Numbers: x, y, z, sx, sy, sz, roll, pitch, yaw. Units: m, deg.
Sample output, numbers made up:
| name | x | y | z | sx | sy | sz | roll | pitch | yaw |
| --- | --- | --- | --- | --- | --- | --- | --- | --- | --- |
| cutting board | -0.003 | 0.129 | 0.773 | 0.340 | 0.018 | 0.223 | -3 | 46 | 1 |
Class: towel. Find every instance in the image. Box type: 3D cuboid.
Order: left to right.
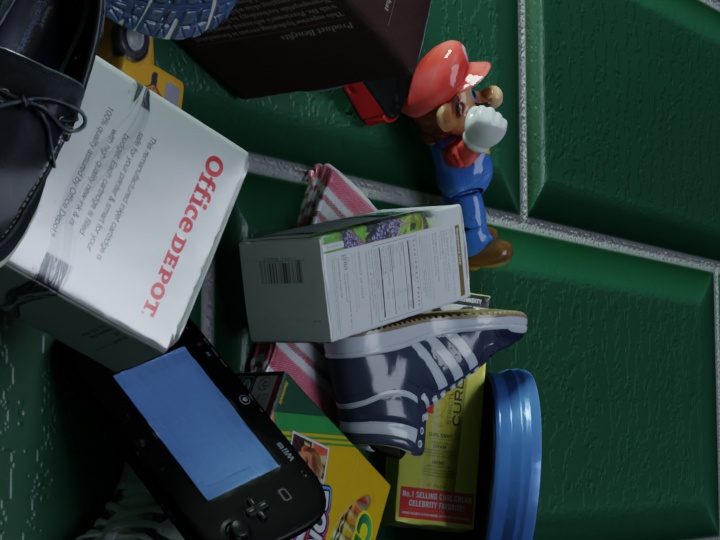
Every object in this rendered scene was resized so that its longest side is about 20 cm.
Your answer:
| name | x | y | z | sx | sy | sz | roll | pitch | yaw |
| --- | --- | --- | --- | --- | --- | --- | --- | --- | --- |
| towel | -0.022 | 0.032 | 1.383 | 0.146 | 0.030 | 0.201 | 45 | 54 | -44 |

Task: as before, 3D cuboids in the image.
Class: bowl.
| name | x | y | z | sx | sy | sz | roll | pitch | yaw |
| --- | --- | --- | --- | --- | --- | --- | --- | --- | --- |
| bowl | 0.113 | 0.183 | 1.459 | 0.201 | 0.039 | 0.202 | -173 | -90 | -84 |

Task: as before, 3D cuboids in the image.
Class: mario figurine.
| name | x | y | z | sx | sy | sz | roll | pitch | yaw |
| --- | --- | --- | --- | --- | --- | --- | --- | --- | --- |
| mario figurine | 0.104 | -0.107 | 1.507 | 0.106 | 0.123 | 0.201 | -31 | 117 | -40 |

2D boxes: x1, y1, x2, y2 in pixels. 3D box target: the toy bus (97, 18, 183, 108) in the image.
| name | x | y | z | sx | sy | sz | roll | pitch | yaw |
| --- | --- | --- | --- | --- | --- | --- | --- | --- | --- |
| toy bus | -0.167 | -0.078 | 1.137 | 0.078 | 0.065 | 0.202 | 25 | 67 | -53 |

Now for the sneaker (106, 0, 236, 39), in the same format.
| name | x | y | z | sx | sy | sz | roll | pitch | yaw |
| --- | --- | --- | --- | --- | --- | --- | --- | --- | --- |
| sneaker | -0.172 | -0.200 | 1.080 | 0.199 | 0.085 | 0.078 | 4 | 113 | -30 |

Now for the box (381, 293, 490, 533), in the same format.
| name | x | y | z | sx | sy | sz | roll | pitch | yaw |
| --- | --- | --- | --- | --- | --- | --- | --- | --- | --- |
| box | 0.064 | 0.118 | 1.451 | 0.075 | 0.050 | 0.202 | 9 | 77 | -11 |

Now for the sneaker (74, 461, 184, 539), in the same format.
| name | x | y | z | sx | sy | sz | roll | pitch | yaw |
| --- | --- | --- | --- | --- | --- | --- | --- | --- | --- |
| sneaker | -0.156 | 0.177 | 1.114 | 0.129 | 0.079 | 0.201 | 21 | 77 | -61 |

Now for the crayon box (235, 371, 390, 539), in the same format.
| name | x | y | z | sx | sy | sz | roll | pitch | yaw |
| --- | --- | --- | --- | --- | --- | --- | --- | --- | --- |
| crayon box | -0.062 | 0.206 | 1.272 | 0.173 | 0.058 | 0.201 | 49 | 48 | -42 |

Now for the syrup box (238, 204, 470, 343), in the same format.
| name | x | y | z | sx | sy | sz | roll | pitch | yaw |
| --- | --- | --- | --- | --- | --- | --- | --- | --- | --- |
| syrup box | 0.000 | 0.000 | 1.321 | 0.199 | 0.078 | 0.082 | -17 | 102 | -54 |

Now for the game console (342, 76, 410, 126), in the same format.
| name | x | y | z | sx | sy | sz | roll | pitch | yaw |
| --- | --- | --- | --- | --- | --- | --- | --- | --- | --- |
| game console | 0.009 | -0.241 | 1.427 | 0.177 | 0.031 | 0.201 | 50 | 47 | -54 |

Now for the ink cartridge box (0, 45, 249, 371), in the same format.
| name | x | y | z | sx | sy | sz | roll | pitch | yaw |
| --- | --- | --- | --- | --- | --- | --- | --- | --- | --- |
| ink cartridge box | -0.185 | -0.050 | 1.015 | 0.199 | 0.084 | 0.147 | 32 | 63 | -22 |

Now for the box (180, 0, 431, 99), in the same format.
| name | x | y | z | sx | sy | sz | roll | pitch | yaw |
| --- | --- | --- | --- | --- | --- | --- | --- | --- | --- |
| box | -0.059 | -0.251 | 1.226 | 0.200 | 0.165 | 0.165 | 42 | 53 | -47 |

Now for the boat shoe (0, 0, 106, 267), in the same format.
| name | x | y | z | sx | sy | sz | roll | pitch | yaw |
| --- | --- | --- | --- | --- | --- | --- | --- | --- | --- |
| boat shoe | -0.189 | -0.094 | 0.937 | 0.074 | 0.062 | 0.201 | 27 | 66 | -25 |

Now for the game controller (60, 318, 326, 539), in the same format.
| name | x | y | z | sx | sy | sz | roll | pitch | yaw |
| --- | --- | --- | --- | --- | --- | --- | --- | --- | --- |
| game controller | -0.110 | 0.104 | 1.119 | 0.104 | 0.200 | 0.042 | -26 | 155 | -33 |

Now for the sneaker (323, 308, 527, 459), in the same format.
| name | x | y | z | sx | sy | sz | roll | pitch | yaw |
| --- | --- | --- | --- | --- | --- | --- | --- | --- | --- |
| sneaker | 0.057 | 0.090 | 1.384 | 0.199 | 0.070 | 0.109 | -7 | 92 | -36 |
